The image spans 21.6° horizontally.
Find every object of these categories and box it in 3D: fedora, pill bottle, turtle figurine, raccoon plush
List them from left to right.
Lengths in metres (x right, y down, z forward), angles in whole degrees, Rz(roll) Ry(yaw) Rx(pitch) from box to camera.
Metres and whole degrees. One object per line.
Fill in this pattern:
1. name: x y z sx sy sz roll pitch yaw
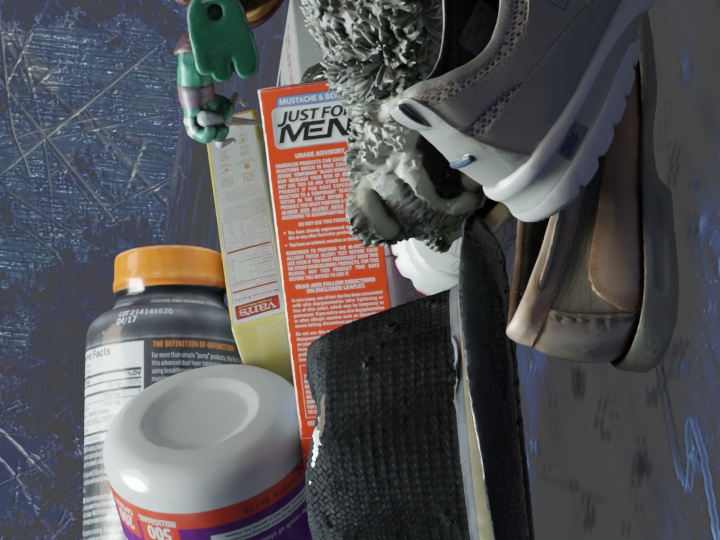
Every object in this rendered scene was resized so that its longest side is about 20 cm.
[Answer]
1. pill bottle: -0.117 0.088 1.162 0.106 0.105 0.202 130 141 -73
2. pill bottle: -0.067 0.159 1.035 0.113 0.111 0.201 -103 1 -61
3. turtle figurine: -0.056 -0.141 1.024 0.150 0.101 0.200 -48 9 -1
4. raccoon plush: 0.003 -0.092 0.862 0.200 0.096 0.135 35 114 54
5. fedora: 0.024 0.074 0.799 0.201 0.091 0.203 -5 -90 -85

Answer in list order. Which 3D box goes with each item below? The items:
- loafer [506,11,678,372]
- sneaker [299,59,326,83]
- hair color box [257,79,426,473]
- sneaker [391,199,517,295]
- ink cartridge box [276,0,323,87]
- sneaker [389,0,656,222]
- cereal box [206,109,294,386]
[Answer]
1. loafer: 0.083 -0.052 0.753 0.072 0.062 0.201 107 164 -52
2. sneaker: -0.001 -0.042 1.155 0.115 0.076 0.201 -91 -9 -58
3. hair color box: 0.000 0.000 0.999 0.111 0.063 0.202 -21 -74 -75
4. sneaker: 0.056 -0.090 0.915 0.088 0.081 0.202 144 122 -75
5. ink cartridge box: -0.019 -0.066 1.297 0.145 0.083 0.201 -98 17 -56
6. sneaker: 0.072 -0.123 0.702 0.075 0.082 0.201 -24 43 60
7. cereal box: -0.053 0.019 1.135 0.201 0.039 0.145 -103 -1 -50
